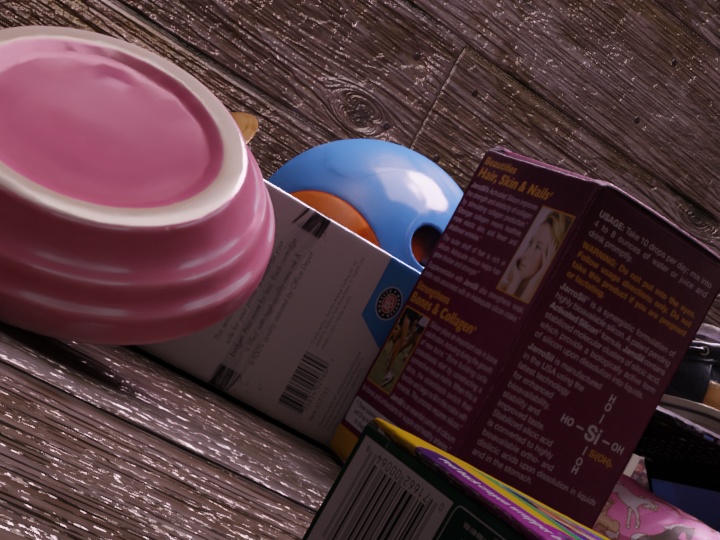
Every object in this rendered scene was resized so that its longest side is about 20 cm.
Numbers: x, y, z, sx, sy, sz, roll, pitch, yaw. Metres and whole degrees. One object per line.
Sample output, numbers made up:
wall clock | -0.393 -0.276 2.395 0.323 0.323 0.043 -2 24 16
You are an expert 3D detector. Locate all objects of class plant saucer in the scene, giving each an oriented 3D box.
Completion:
plant saucer | -0.131 -0.052 0.685 0.198 0.051 0.202 16 37 -12

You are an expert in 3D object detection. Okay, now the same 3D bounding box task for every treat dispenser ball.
treat dispenser ball | 0.000 0.000 1.119 0.199 0.203 0.201 29 0 0

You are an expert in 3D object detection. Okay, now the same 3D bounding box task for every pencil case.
pencil case | 0.157 0.161 0.868 0.199 0.086 0.084 30 -44 47

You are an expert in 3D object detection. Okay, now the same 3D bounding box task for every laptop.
laptop | 0.195 0.160 0.928 0.198 0.105 0.177 26 -11 -21

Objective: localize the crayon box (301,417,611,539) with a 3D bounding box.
crayon box | 0.097 0.135 0.451 0.172 0.059 0.200 32 -1 -32

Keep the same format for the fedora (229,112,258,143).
fedora | -0.152 -0.048 1.104 0.083 0.199 0.200 63 -12 -17

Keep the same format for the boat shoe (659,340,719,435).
boat shoe | 0.157 0.058 0.947 0.198 0.063 0.074 13 -11 36

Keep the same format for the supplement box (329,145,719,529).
supplement box | 0.088 0.050 0.794 0.102 0.202 0.131 29 1 -25

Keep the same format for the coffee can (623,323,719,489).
coffee can | 0.282 0.165 1.127 0.145 0.202 0.146 30 0 0

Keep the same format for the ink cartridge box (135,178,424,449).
ink cartridge box | -0.068 0.008 0.835 0.199 0.117 0.068 30 -2 -21
